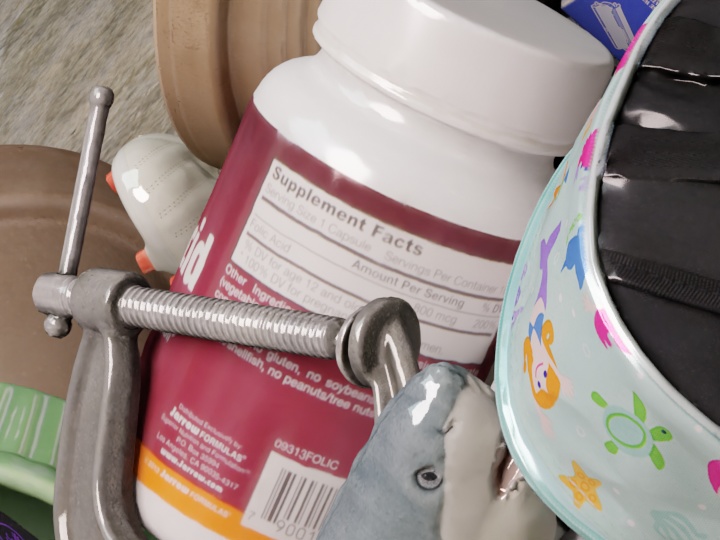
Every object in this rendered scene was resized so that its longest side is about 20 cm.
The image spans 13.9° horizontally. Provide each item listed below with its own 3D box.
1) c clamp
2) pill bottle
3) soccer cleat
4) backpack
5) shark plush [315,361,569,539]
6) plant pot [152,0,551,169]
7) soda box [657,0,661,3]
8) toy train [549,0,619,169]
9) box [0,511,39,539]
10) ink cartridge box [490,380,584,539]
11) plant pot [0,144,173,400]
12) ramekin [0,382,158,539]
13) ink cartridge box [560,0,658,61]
[{"bbox_3d":[-0.044,0.039,0.919,0.199,0.027,0.172,15,95,45],"label":"c clamp"},{"bbox_3d":[0.000,0.000,0.981,0.201,0.114,0.114,-65,18,15],"label":"pill bottle"},{"bbox_3d":[-0.027,-0.021,1.157,0.077,0.200,0.070,-30,65,19],"label":"soccer cleat"},{"bbox_3d":[0.135,0.020,0.733,0.178,0.199,0.151,-67,7,-34],"label":"backpack"},{"bbox_3d":[-0.017,0.104,0.824,0.200,0.083,0.091,-36,29,34],"label":"shark plush"},{"bbox_3d":[0.014,-0.122,1.064,0.092,0.201,0.201,18,63,23],"label":"plant pot"},{"bbox_3d":[0.122,-0.112,0.982,0.063,0.071,0.201,-33,54,9],"label":"soda box"},{"bbox_3d":[0.072,-0.107,1.190,0.114,0.085,0.200,-59,15,30],"label":"toy train"},{"bbox_3d":[-0.121,0.169,0.995,0.106,0.200,0.122,-45,22,14],"label":"box"},{"bbox_3d":[0.083,0.093,0.870,0.147,0.086,0.201,-16,40,56],"label":"ink cartridge box"},{"bbox_3d":[-0.144,0.075,1.260,0.200,0.200,0.175,-45,41,15],"label":"plant pot"},{"bbox_3d":[-0.152,0.139,1.124,0.200,0.200,0.098,-43,15,18],"label":"ramekin"},{"bbox_3d":[0.138,-0.144,1.133,0.044,0.094,0.201,-33,27,38],"label":"ink cartridge box"}]
